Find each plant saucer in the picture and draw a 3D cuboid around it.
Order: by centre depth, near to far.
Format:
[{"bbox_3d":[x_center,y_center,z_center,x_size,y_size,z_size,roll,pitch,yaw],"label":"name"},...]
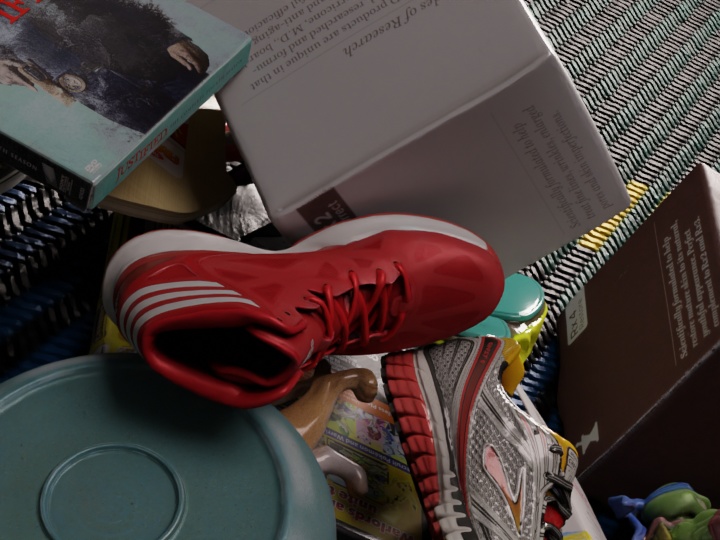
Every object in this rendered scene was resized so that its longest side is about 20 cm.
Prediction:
[{"bbox_3d":[-0.110,0.109,0.796,0.199,0.027,0.200,2,47,-2],"label":"plant saucer"}]

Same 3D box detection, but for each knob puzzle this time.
[{"bbox_3d":[-0.151,-0.090,0.964,0.220,0.030,0.220,38,24,-21],"label":"knob puzzle"}]

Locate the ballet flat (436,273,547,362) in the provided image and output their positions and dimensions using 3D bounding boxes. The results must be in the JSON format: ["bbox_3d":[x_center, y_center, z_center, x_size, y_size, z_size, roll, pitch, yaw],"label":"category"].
[{"bbox_3d":[0.070,0.049,1.075,0.067,0.067,0.200,12,13,9],"label":"ballet flat"}]

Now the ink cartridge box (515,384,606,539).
[{"bbox_3d":[0.100,0.162,0.943,0.117,0.067,0.200,53,11,-56],"label":"ink cartridge box"}]

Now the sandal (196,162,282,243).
[{"bbox_3d":[-0.055,-0.042,1.082,0.200,0.048,0.075,-14,61,-49],"label":"sandal"}]

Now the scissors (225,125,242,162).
[{"bbox_3d":[-0.084,-0.094,1.134,0.073,0.014,0.200,-5,17,8],"label":"scissors"}]

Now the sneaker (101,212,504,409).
[{"bbox_3d":[-0.015,0.029,0.838,0.199,0.079,0.116,-6,25,-14],"label":"sneaker"}]

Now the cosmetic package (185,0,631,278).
[{"bbox_3d":[0.018,-0.102,0.980,0.165,0.165,0.200,48,13,-56],"label":"cosmetic package"}]

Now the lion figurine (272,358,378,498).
[{"bbox_3d":[-0.034,0.130,0.848,0.122,0.073,0.200,-4,54,-28],"label":"lion figurine"}]

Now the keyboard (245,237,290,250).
[{"bbox_3d":[0.000,0.000,1.074,0.056,0.011,0.200,45,20,20],"label":"keyboard"}]

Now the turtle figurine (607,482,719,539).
[{"bbox_3d":[0.239,0.199,1.009,0.200,0.144,0.194,22,41,-19],"label":"turtle figurine"}]

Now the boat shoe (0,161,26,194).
[{"bbox_3d":[-0.208,-0.075,0.959,0.071,0.064,0.200,36,34,-6],"label":"boat shoe"}]

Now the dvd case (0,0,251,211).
[{"bbox_3d":[-0.174,-0.119,0.884,0.200,0.022,0.146,29,46,13],"label":"dvd case"}]

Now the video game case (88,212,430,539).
[{"bbox_3d":[-0.051,0.062,0.959,0.200,0.026,0.181,27,36,-21],"label":"video game case"}]

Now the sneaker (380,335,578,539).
[{"bbox_3d":[0.072,0.114,0.863,0.082,0.078,0.200,-18,61,-1],"label":"sneaker"}]

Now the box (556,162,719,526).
[{"bbox_3d":[0.253,0.074,1.140,0.200,0.164,0.166,26,36,-19],"label":"box"}]
